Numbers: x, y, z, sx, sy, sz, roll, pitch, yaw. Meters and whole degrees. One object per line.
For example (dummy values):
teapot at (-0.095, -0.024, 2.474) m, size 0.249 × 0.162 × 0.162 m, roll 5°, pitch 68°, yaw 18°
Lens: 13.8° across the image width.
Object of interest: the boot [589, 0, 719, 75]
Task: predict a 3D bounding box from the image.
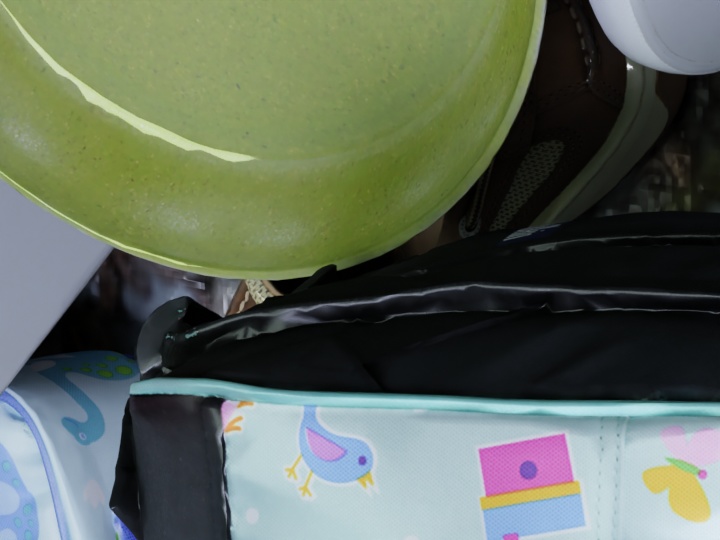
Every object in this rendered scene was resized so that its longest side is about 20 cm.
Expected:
boot at (0.057, -0.147, 0.659) m, size 0.095 × 0.073 × 0.201 m, roll 13°, pitch 100°, yaw 51°

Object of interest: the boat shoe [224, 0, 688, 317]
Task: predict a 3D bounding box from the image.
boat shoe at (-0.003, -0.005, 0.742) m, size 0.075 × 0.075 × 0.203 m, roll 54°, pitch 133°, yaw 24°

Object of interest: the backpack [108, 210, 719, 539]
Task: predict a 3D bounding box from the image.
backpack at (0.072, 0.063, 0.593) m, size 0.199 × 0.176 × 0.154 m, roll -9°, pitch 90°, yaw 22°

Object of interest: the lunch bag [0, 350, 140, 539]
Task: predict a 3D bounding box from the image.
lunch bag at (-0.089, 0.127, 0.860) m, size 0.161 × 0.082 × 0.201 m, roll -15°, pitch 87°, yaw 49°

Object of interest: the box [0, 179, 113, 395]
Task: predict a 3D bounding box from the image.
box at (-0.172, -0.025, 0.849) m, size 0.124 × 0.098 × 0.200 m, roll 48°, pitch 148°, yaw -23°

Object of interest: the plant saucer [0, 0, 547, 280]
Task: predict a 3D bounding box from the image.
plant saucer at (-0.042, -0.093, 0.657) m, size 0.199 × 0.031 × 0.201 m, roll 16°, pitch 125°, yaw 24°
